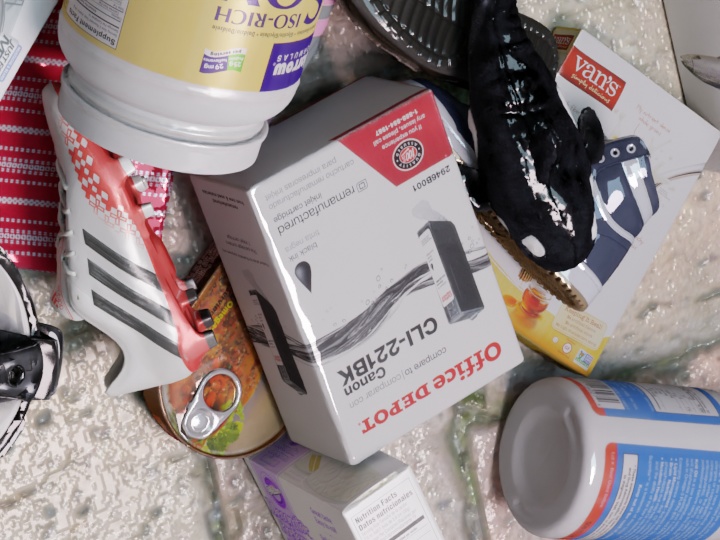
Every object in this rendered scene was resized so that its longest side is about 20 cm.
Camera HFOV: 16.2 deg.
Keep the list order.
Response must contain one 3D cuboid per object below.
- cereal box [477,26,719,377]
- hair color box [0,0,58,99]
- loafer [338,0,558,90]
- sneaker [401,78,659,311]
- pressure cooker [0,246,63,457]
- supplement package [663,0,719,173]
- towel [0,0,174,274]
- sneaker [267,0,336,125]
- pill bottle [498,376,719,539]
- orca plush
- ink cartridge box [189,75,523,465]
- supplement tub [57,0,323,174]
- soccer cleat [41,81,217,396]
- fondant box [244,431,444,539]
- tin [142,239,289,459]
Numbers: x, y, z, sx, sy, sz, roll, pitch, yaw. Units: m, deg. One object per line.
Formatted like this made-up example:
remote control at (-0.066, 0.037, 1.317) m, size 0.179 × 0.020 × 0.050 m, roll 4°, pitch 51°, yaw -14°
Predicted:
cereal box at (0.146, -0.047, 1.740) m, size 0.144 × 0.039 × 0.200 m, roll 32°, pitch 83°, yaw -28°
hair color box at (-0.283, -0.166, 1.439) m, size 0.200 × 0.064 × 0.111 m, roll 32°, pitch 82°, yaw -24°
loafer at (0.045, -0.154, 1.628) m, size 0.200 × 0.071 × 0.073 m, roll 29°, pitch 72°, yaw -45°
sneaker at (0.114, -0.078, 1.660) m, size 0.109 × 0.070 × 0.200 m, roll -47°, pitch 111°, yaw -8°
pressure cooker at (-0.273, 0.040, 1.415) m, size 0.176 × 0.200 × 0.179 m, roll -40°, pitch 116°, yaw -17°
supplement package at (0.293, -0.174, 1.761) m, size 0.117 × 0.117 × 0.201 m, roll -24°, pitch 110°, yaw -25°
towel at (-0.171, -0.095, 1.555) m, size 0.144 × 0.022 × 0.201 m, roll 7°, pitch 96°, yaw -31°
sneaker at (-0.044, -0.178, 1.601) m, size 0.200 × 0.070 × 0.082 m, roll -58°, pitch 153°, yaw -15°
pill bottle at (0.206, 0.136, 1.772) m, size 0.199 × 0.112 × 0.113 m, roll 7°, pitch 96°, yaw -31°
orca plush at (0.118, -0.093, 1.583) m, size 0.105 × 0.071 × 0.201 m, roll -5°, pitch 99°, yaw -22°
ink cartridge box at (0.000, 0.000, 1.597) m, size 0.144 × 0.084 × 0.200 m, roll -30°, pitch 115°, yaw -23°
supplement tub at (-0.091, -0.171, 1.447) m, size 0.145 × 0.145 × 0.201 m, roll 3°, pitch 116°, yaw -31°
soccer cleat at (-0.159, -0.016, 1.531) m, size 0.085 × 0.069 × 0.200 m, roll -25°, pitch 108°, yaw 1°
fondant box at (0.014, 0.203, 1.651) m, size 0.058 × 0.144 × 0.200 m, roll -32°, pitch 114°, yaw -19°
tin at (-0.062, 0.028, 1.635) m, size 0.112 × 0.042 × 0.200 m, roll 41°, pitch 77°, yaw -26°
